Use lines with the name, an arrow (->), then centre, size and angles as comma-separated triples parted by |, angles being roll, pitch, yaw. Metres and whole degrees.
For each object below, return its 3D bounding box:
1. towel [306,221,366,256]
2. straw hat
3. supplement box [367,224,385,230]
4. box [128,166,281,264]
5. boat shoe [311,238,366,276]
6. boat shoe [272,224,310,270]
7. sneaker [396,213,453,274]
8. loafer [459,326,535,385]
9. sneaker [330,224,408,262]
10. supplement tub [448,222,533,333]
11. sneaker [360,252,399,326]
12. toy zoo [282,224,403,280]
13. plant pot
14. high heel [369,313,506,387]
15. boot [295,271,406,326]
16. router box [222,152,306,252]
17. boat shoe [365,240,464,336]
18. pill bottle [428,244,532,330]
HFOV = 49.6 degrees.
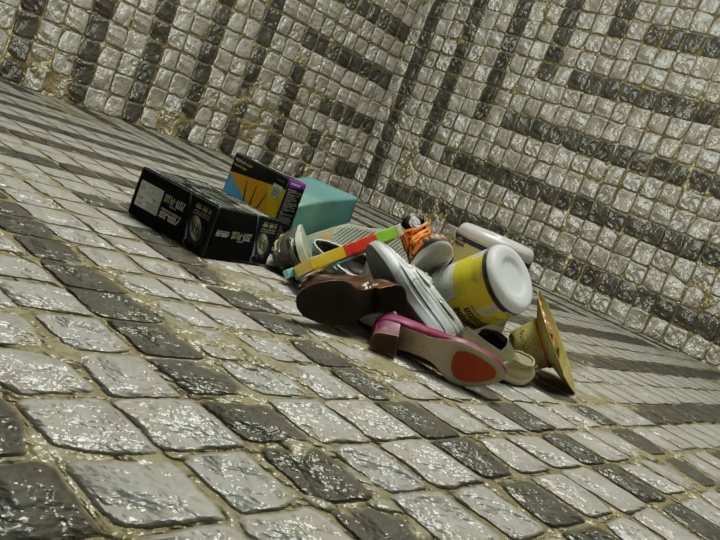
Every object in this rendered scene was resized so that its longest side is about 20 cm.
towel -> -0.046, -0.052, 1.592 | 0.199, 0.022, 0.146 | -21, 36, -38
straw hat -> 0.308, 0.134, 1.383 | 0.084, 0.203, 0.201 | -21, -4, 16
supplement box -> 0.090, -0.019, 1.730 | 0.199, 0.110, 0.061 | 15, 11, -35
box -> -0.267, -0.092, 1.338 | 0.199, 0.087, 0.163 | 27, 10, 30
boat shoe -> 0.000, -0.001, 1.430 | 0.201, 0.075, 0.065 | 23, -34, 17
boat shoe -> -0.127, -0.041, 1.436 | 0.060, 0.072, 0.201 | -17, 6, 0
sneaker -> 0.097, -0.048, 1.301 | 0.077, 0.113, 0.200 | -16, -14, -8
loafer -> 0.216, 0.132, 1.232 | 0.199, 0.069, 0.075 | 13, 14, -43
sneaker -> 0.044, -0.040, 1.497 | 0.198, 0.075, 0.082 | 19, -9, 12
supplement tub -> 0.207, 0.032, 1.388 | 0.144, 0.202, 0.145 | 22, 8, -3
sneaker -> 0.032, 0.024, 1.282 | 0.073, 0.116, 0.200 | 21, 9, -17
toy zoo -> -0.037, -0.024, 1.311 | 0.199, 0.021, 0.131 | -22, -2, -19
plant pot -> -0.129, -0.117, 1.708 | 0.140, 0.142, 0.200 | 25, 16, 23
high heel -> 0.113, 0.105, 1.117 | 0.198, 0.068, 0.096 | 20, 19, 5
boot -> -0.056, 0.033, 1.182 | 0.185, 0.065, 0.199 | 2, 7, -33
router box -> -0.207, -0.138, 1.568 | 0.051, 0.150, 0.199 | 14, 11, -45
boat shoe -> 0.083, 0.034, 1.197 | 0.066, 0.074, 0.201 | -25, 74, -26
pill bottle -> 0.167, 0.042, 1.254 | 0.111, 0.113, 0.199 | 14, -29, -44
